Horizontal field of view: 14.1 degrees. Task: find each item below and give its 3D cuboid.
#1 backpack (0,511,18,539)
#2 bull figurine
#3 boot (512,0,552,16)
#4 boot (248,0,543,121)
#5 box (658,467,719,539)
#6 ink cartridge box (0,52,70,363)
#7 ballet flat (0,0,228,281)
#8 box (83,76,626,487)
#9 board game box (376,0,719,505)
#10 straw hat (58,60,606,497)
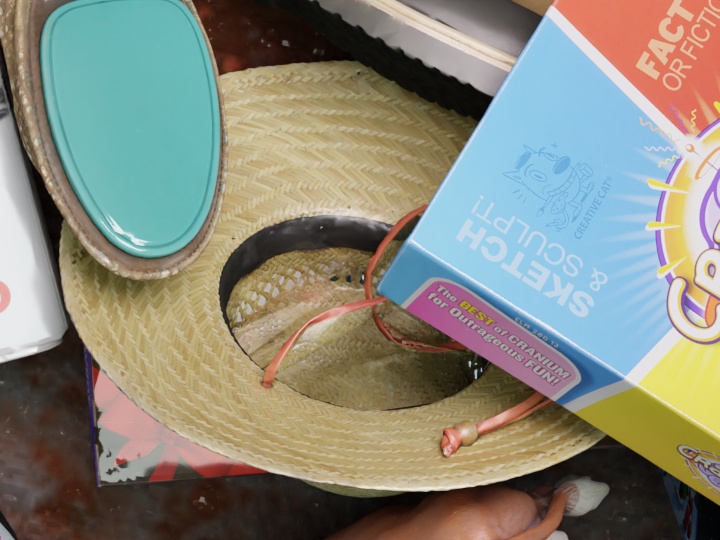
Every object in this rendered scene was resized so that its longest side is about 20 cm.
[{"bbox_3d":[-0.153,0.171,0.986,0.166,0.127,0.201,-14,93,-2],"label":"backpack"},{"bbox_3d":[0.009,0.114,0.993,0.121,0.200,0.065,-9,82,-42],"label":"bull figurine"},{"bbox_3d":[0.132,-0.130,0.955,0.175,0.200,0.066,-34,100,-3],"label":"boot"},{"bbox_3d":[0.017,-0.142,0.974,0.200,0.077,0.139,32,86,20],"label":"boot"},{"bbox_3d":[0.177,0.083,0.979,0.136,0.200,0.038,7,112,-7],"label":"box"},{"bbox_3d":[-0.191,-0.056,0.982,0.145,0.084,0.201,-14,96,-5],"label":"ink cartridge box"},{"bbox_3d":[-0.091,-0.084,0.952,0.070,0.065,0.201,-3,70,-25],"label":"ballet flat"},{"bbox_3d":[0.000,0.000,1.032,0.199,0.039,0.138,-4,94,-6],"label":"box"},{"bbox_3d":[0.127,-0.005,0.890,0.199,0.040,0.153,32,64,0],"label":"board game box"},{"bbox_3d":[-0.002,0.027,0.966,0.200,0.202,0.085,-2,137,-7],"label":"straw hat"}]
